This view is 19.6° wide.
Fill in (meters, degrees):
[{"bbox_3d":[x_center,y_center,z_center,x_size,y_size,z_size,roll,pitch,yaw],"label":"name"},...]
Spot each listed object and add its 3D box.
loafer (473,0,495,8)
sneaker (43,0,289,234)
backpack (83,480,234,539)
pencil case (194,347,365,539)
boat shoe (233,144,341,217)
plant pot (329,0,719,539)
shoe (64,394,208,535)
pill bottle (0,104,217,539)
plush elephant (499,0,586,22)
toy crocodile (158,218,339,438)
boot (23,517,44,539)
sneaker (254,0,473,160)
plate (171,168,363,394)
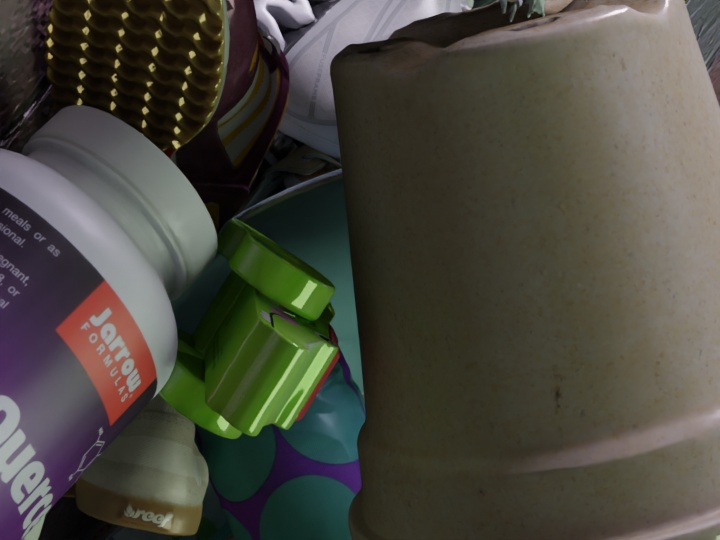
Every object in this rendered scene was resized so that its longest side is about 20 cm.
[{"bbox_3d":[0.090,-0.155,1.108,0.072,0.063,0.200,-28,170,23],"label":"loafer"},{"bbox_3d":[-0.066,-0.079,0.780,0.090,0.075,0.200,-55,172,-32],"label":"sneaker"},{"bbox_3d":[-0.057,0.158,1.054,0.177,0.151,0.200,-39,173,-25],"label":"backpack"},{"bbox_3d":[-0.018,0.132,0.910,0.092,0.200,0.085,-24,171,27],"label":"pencil case"},{"bbox_3d":[-0.011,-0.027,1.005,0.200,0.075,0.068,-51,166,-8],"label":"boat shoe"},{"bbox_3d":[0.073,-0.008,0.783,0.200,0.200,0.184,-31,111,-55],"label":"plant pot"},{"bbox_3d":[-0.100,0.074,0.875,0.200,0.070,0.054,179,-81,-72],"label":"shoe"},{"bbox_3d":[-0.140,0.037,0.699,0.200,0.112,0.113,-48,162,-26],"label":"pill bottle"},{"bbox_3d":[0.027,-0.170,0.746,0.164,0.155,0.200,12,77,-32],"label":"plush elephant"},{"bbox_3d":[-0.036,0.026,0.781,0.068,0.062,0.200,-59,-171,2],"label":"toy crocodile"},{"bbox_3d":[-0.173,0.130,0.885,0.144,0.072,0.200,-39,154,-80],"label":"boot"},{"bbox_3d":[0.024,-0.125,0.915,0.200,0.081,0.075,-51,161,-23],"label":"sneaker"},{"bbox_3d":[0.000,0.000,0.929,0.200,0.026,0.200,-14,151,-8],"label":"plate"}]
